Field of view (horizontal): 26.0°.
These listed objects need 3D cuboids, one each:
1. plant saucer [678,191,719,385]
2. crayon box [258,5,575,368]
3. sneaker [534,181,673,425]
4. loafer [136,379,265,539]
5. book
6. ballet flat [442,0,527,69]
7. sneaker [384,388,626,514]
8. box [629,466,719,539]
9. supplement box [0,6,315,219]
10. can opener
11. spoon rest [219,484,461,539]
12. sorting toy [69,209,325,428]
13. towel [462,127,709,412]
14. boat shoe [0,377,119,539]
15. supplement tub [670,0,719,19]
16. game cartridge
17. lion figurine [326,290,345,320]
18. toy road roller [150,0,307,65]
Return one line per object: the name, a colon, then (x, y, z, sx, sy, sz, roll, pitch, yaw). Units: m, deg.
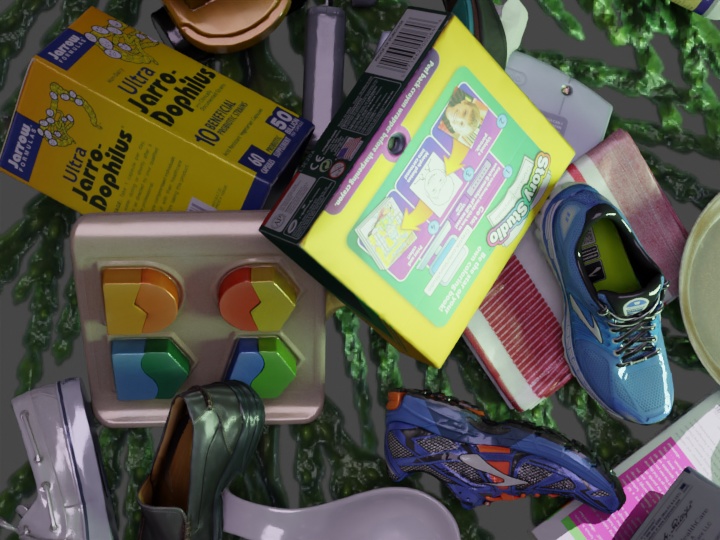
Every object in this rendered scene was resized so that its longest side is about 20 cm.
plant saucer: (0.341, 0.019, 1.248, 0.200, 0.032, 0.201, 1, 84, -13)
crayon box: (0.047, -0.059, 1.135, 0.173, 0.058, 0.200, 42, 77, -39)
sneaker: (0.194, 0.032, 1.191, 0.078, 0.089, 0.200, -25, 106, -8)
loafer: (-0.142, 0.174, 1.176, 0.073, 0.072, 0.200, 25, 100, 40)
book: (0.250, 0.199, 1.228, 0.200, 0.048, 0.134, -35, 83, -8)
ballet flat: (0.094, -0.214, 1.235, 0.068, 0.068, 0.200, -5, 70, -16)
sneaker: (0.109, 0.153, 1.214, 0.200, 0.075, 0.079, 17, 93, 16)
box: (0.268, 0.280, 1.142, 0.200, 0.105, 0.184, 41, 87, -27)
supplement box: (-0.155, -0.095, 1.192, 0.200, 0.109, 0.110, 28, 125, 1)
can opener: (-0.012, -0.192, 1.261, 0.067, 0.053, 0.201, 2, 84, -2)
spoon rest: (-0.020, 0.206, 1.203, 0.199, 0.061, 0.100, 12, 90, 0)
sorting toy: (-0.118, 0.044, 1.175, 0.185, 0.200, 0.037, -1, 39, -3)
towel: (0.166, 0.002, 1.237, 0.200, 0.023, 0.144, -36, 105, -7)
boat shoe: (-0.234, 0.187, 1.190, 0.086, 0.075, 0.202, -13, 81, -5)
supplement tub: (0.233, -0.303, 1.241, 0.200, 0.145, 0.146, 26, 82, 1)
game cartridge: (0.096, -0.117, 1.266, 0.200, 0.040, 0.134, 19, 86, 0)
lion figurine: (0.000, 0.000, 1.225, 0.199, 0.073, 0.123, 1, 119, -10)
toy road roller: (-0.130, -0.265, 1.217, 0.123, 0.146, 0.200, -31, 85, -7)
